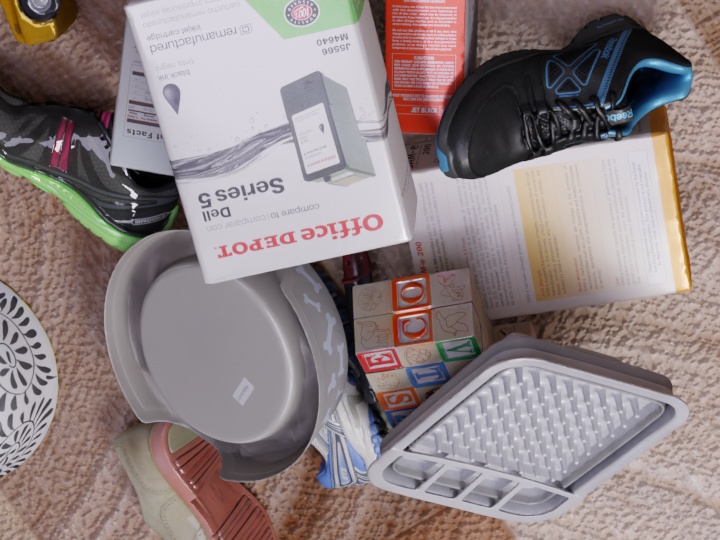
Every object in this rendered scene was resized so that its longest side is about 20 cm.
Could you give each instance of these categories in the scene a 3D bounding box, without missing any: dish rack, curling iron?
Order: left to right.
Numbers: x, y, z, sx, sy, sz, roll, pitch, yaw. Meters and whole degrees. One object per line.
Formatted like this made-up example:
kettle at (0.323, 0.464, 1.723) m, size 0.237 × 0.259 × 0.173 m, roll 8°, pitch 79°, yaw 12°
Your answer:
curling iron at (0.000, 0.000, 1.688) m, size 0.026 × 0.050 × 0.200 m, roll -4°, pitch 96°, yaw -24°
dish rack at (0.117, 0.109, 1.623) m, size 0.172 × 0.044 × 0.200 m, roll 17°, pitch 141°, yaw -27°

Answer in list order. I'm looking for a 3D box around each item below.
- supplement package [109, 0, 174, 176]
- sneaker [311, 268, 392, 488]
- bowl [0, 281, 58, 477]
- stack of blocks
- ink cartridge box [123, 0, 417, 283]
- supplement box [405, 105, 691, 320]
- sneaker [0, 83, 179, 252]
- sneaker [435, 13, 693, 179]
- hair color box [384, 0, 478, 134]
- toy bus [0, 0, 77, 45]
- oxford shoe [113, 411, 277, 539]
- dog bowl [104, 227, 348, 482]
supplement package at (-0.080, -0.178, 1.590) m, size 0.151 × 0.152 × 0.200 m, roll 10°, pitch 112°, yaw 1°
sneaker at (-0.038, 0.086, 1.730) m, size 0.085 × 0.077 × 0.200 m, roll -20°, pitch 107°, yaw 18°
bowl at (-0.341, 0.097, 1.757) m, size 0.201 × 0.094 × 0.201 m, roll 2°, pitch 110°, yaw 5°
stack of blocks at (0.074, 0.077, 1.664) m, size 0.115 × 0.059 × 0.200 m, roll -10°, pitch 146°, yaw 11°
ink cartridge box at (-0.055, -0.107, 1.488) m, size 0.145 × 0.084 × 0.200 m, roll -12°, pitch 111°, yaw 8°
supplement box at (0.134, -0.039, 1.661) m, size 0.200 × 0.074 × 0.126 m, roll -8°, pitch 110°, yaw 9°
sneaker at (-0.216, -0.097, 1.685) m, size 0.200 × 0.077 × 0.084 m, roll 36°, pitch 105°, yaw -18°
sneaker at (0.141, -0.117, 1.572) m, size 0.200 × 0.082 × 0.073 m, roll -31°, pitch 130°, yaw -24°
hair color box at (0.051, -0.205, 1.593) m, size 0.061 × 0.102 × 0.200 m, roll 3°, pitch 110°, yaw 6°
toy bus at (-0.262, -0.262, 1.625) m, size 0.078 × 0.065 × 0.200 m, roll -9°, pitch 110°, yaw 10°
oxford shoe at (-0.125, 0.198, 1.797) m, size 0.074 × 0.071 × 0.200 m, roll -12°, pitch 111°, yaw 37°
dog bowl at (-0.095, 0.055, 1.681) m, size 0.200 × 0.059 × 0.200 m, roll 16°, pitch 119°, yaw 31°
